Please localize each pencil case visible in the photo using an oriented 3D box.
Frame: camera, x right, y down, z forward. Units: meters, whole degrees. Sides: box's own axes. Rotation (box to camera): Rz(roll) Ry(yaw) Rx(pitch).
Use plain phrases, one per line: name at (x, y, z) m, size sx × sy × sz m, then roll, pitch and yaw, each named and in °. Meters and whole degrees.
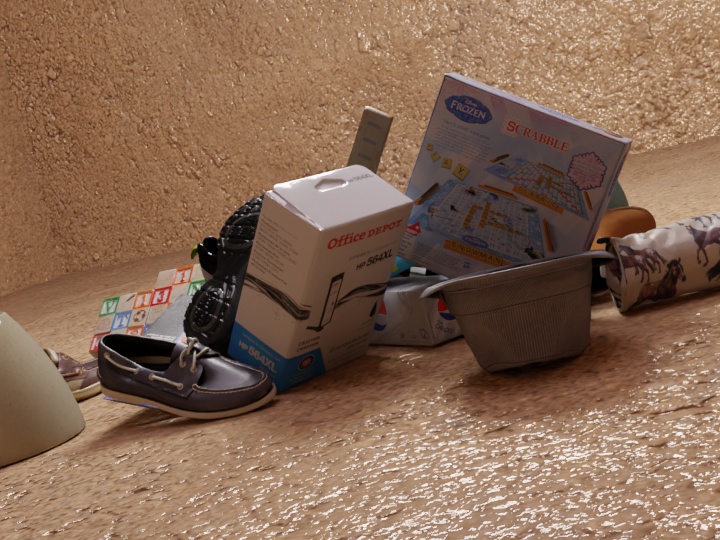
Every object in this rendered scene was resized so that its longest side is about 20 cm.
pencil case at (0.343, -0.020, 1.232) m, size 0.200 × 0.078 × 0.089 m, roll -15°, pitch 26°, yaw -1°

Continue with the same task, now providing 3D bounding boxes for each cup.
cup at (-0.411, 0.126, 1.303) m, size 0.200 × 0.143 × 0.200 m, roll -14°, pitch 7°, yaw 2°

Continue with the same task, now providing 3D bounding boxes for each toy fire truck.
toy fire truck at (0.047, -0.081, 1.423) m, size 0.176 × 0.129 × 0.200 m, roll 7°, pitch -25°, yaw 9°

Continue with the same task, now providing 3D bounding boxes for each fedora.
fedora at (0.147, 0.039, 1.092) m, size 0.177 × 0.090 × 0.200 m, roll -12°, pitch 0°, yaw 0°

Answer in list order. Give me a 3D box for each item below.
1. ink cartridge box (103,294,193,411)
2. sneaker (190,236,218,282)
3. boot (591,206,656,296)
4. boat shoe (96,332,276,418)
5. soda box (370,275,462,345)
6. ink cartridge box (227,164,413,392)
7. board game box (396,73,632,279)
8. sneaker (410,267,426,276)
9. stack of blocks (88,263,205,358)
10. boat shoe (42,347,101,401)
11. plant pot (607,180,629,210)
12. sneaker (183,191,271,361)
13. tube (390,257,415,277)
ink cartridge box at (-0.197, 0.088, 1.349) m, size 0.095 × 0.037 × 0.200 m, roll 8°, pitch 29°, yaw 15°
sneaker at (-0.109, -0.025, 1.387) m, size 0.200 × 0.083 × 0.072 m, roll -15°, pitch 20°, yaw 25°
boot at (0.267, -0.017, 1.368) m, size 0.200 × 0.077 × 0.155 m, roll -17°, pitch 6°, yaw -9°
boat shoe at (-0.180, 0.100, 1.226) m, size 0.200 × 0.063 × 0.073 m, roll 4°, pitch 28°, yaw 23°
soda box at (0.045, 0.045, 1.376) m, size 0.068 × 0.064 × 0.200 m, roll -18°, pitch 8°, yaw -29°
ink cartridge box at (-0.042, 0.006, 1.259) m, size 0.084 × 0.200 × 0.146 m, roll 36°, pitch 36°, yaw 29°
board game box at (0.149, -0.075, 1.251) m, size 0.200 × 0.200 × 0.041 m, roll 24°, pitch 18°, yaw 15°
sneaker at (0.011, 0.048, 1.511) m, size 0.200 × 0.073 × 0.085 m, roll -6°, pitch 41°, yaw 4°
stack of blocks at (-0.251, 0.061, 1.614) m, size 0.200 × 0.059 × 0.115 m, roll -11°, pitch 49°, yaw 25°
boat shoe at (-0.375, 0.129, 1.507) m, size 0.072 × 0.072 × 0.200 m, roll -10°, pitch 8°, yaw 32°
plant pot at (0.214, -0.065, 1.516) m, size 0.135 × 0.200 × 0.200 m, roll -42°, pitch 18°, yaw -23°
sneaker at (-0.117, 0.006, 1.329) m, size 0.076 × 0.200 × 0.091 m, roll 17°, pitch -16°, yaw 41°
tube at (0.000, 0.000, 1.376) m, size 0.200 × 0.050 × 0.078 m, roll -24°, pitch 34°, yaw 19°
